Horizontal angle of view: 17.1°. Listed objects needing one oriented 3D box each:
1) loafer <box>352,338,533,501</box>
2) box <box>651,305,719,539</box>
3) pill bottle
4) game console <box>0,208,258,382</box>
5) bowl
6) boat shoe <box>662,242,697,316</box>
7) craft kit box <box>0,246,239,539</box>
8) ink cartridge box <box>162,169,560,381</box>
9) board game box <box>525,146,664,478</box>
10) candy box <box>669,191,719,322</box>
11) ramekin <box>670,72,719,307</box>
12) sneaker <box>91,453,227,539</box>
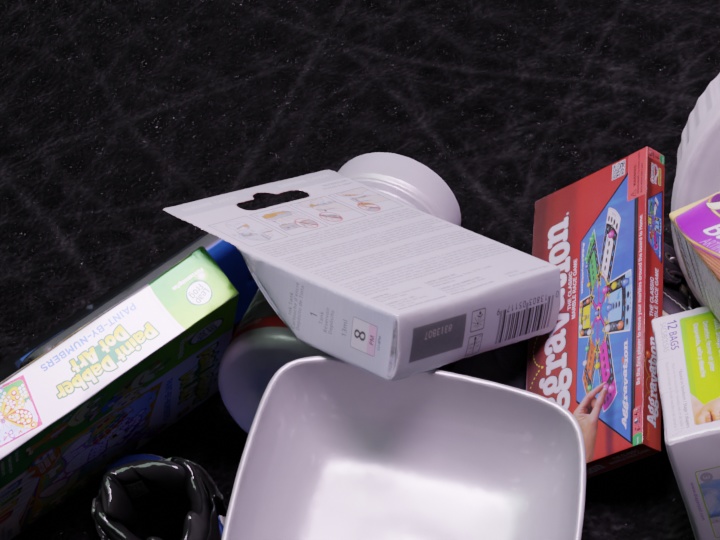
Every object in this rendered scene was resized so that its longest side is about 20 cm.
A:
[{"bbox_3d":[0.055,0.097,1.504,0.200,0.072,0.063,-49,6,-29],"label":"loafer"},{"bbox_3d":[0.277,0.075,1.366,0.198,0.102,0.113,-14,36,12],"label":"box"},{"bbox_3d":[-0.009,0.020,1.583,0.113,0.114,0.201,-2,40,27],"label":"pill bottle"},{"bbox_3d":[-0.170,0.023,1.674,0.199,0.171,0.118,-35,63,-17],"label":"game console"},{"bbox_3d":[0.025,0.156,1.369,0.198,0.075,0.201,10,54,6],"label":"bowl"},{"bbox_3d":[0.182,0.012,1.530,0.065,0.072,0.200,-35,31,-10],"label":"boat shoe"},{"bbox_3d":[-0.171,0.086,1.532,0.197,0.200,0.049,-38,78,-17],"label":"craft kit box"},{"bbox_3d":[0.000,0.000,1.474,0.199,0.058,0.162,19,23,38],"label":"ink cartridge box"},{"bbox_3d":[0.144,0.031,1.471,0.103,0.019,0.202,-27,49,45],"label":"board game box"},{"bbox_3d":[0.264,0.013,1.317,0.116,0.057,0.200,-24,37,-2],"label":"candy box"},{"bbox_3d":[0.284,-0.055,1.463,0.201,0.204,0.094,-17,24,7],"label":"ramekin"},{"bbox_3d":[-0.127,0.145,1.485,0.076,0.112,0.200,-27,35,-7],"label":"sneaker"}]
